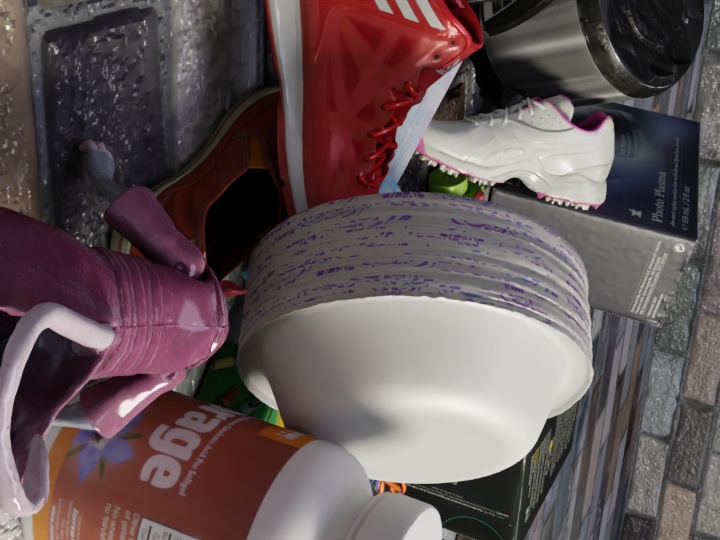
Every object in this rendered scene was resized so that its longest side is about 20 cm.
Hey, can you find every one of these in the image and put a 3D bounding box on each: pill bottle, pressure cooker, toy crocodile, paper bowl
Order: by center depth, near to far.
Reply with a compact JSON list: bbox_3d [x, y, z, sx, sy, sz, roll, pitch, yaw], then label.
[{"bbox_3d":[-0.064,0.132,0.528,0.112,0.197,0.114,-44,141,-52],"label":"pill bottle"},{"bbox_3d":[0.030,0.051,0.578,0.201,0.197,0.106,63,27,-57],"label":"paper bowl"},{"bbox_3d":[0.078,-0.041,0.944,0.200,0.061,0.068,-48,144,-50],"label":"toy crocodile"},{"bbox_3d":[0.189,-0.234,0.948,0.175,0.199,0.181,-31,110,-33],"label":"pressure cooker"}]

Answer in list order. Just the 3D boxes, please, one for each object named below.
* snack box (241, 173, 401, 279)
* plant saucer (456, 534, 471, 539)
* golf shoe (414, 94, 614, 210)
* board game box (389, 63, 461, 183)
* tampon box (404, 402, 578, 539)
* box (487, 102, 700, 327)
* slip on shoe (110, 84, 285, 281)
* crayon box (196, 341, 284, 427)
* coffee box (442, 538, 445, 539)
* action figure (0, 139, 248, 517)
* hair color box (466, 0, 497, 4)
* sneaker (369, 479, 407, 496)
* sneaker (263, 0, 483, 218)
[{"bbox_3d":[0.000,0.000,0.762,0.116,0.037,0.200,-49,154,-1],"label":"snack box"},{"bbox_3d":[0.164,0.359,1.390,0.200,0.036,0.203,-43,139,-54],"label":"plant saucer"},{"bbox_3d":[0.131,-0.116,0.894,0.075,0.197,0.093,-124,-132,-64],"label":"golf shoe"},{"bbox_3d":[0.021,-0.185,0.757,0.201,0.043,0.200,-62,152,-32],"label":"board game box"},{"bbox_3d":[0.127,0.157,1.052,0.200,0.148,0.128,-39,138,-56],"label":"tampon box"},{"bbox_3d":[0.230,-0.073,1.044,0.201,0.195,0.124,-69,170,-46],"label":"box"},{"bbox_3d":[-0.066,-0.048,0.608,0.200,0.060,0.075,-52,145,-48],"label":"slip on shoe"},{"bbox_3d":[-0.061,0.147,0.723,0.201,0.057,0.120,60,47,-58],"label":"crayon box"},{"bbox_3d":[0.003,0.319,0.854,0.113,0.079,0.203,-56,167,-72],"label":"coffee box"},{"bbox_3d":[-0.110,0.012,0.445,0.199,0.147,0.136,-2,98,-52],"label":"action figure"},{"bbox_3d":[0.009,-0.214,0.578,0.199,0.098,0.062,19,77,-52],"label":"hair color box"},{"bbox_3d":[0.030,0.117,0.751,0.076,0.077,0.202,67,37,-52],"label":"sneaker"},{"bbox_3d":[0.014,-0.088,0.585,0.079,0.114,0.203,-62,146,-61],"label":"sneaker"}]
